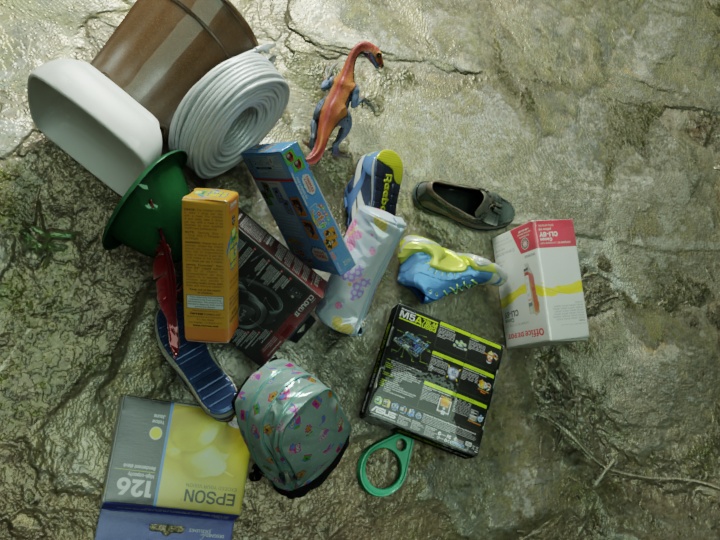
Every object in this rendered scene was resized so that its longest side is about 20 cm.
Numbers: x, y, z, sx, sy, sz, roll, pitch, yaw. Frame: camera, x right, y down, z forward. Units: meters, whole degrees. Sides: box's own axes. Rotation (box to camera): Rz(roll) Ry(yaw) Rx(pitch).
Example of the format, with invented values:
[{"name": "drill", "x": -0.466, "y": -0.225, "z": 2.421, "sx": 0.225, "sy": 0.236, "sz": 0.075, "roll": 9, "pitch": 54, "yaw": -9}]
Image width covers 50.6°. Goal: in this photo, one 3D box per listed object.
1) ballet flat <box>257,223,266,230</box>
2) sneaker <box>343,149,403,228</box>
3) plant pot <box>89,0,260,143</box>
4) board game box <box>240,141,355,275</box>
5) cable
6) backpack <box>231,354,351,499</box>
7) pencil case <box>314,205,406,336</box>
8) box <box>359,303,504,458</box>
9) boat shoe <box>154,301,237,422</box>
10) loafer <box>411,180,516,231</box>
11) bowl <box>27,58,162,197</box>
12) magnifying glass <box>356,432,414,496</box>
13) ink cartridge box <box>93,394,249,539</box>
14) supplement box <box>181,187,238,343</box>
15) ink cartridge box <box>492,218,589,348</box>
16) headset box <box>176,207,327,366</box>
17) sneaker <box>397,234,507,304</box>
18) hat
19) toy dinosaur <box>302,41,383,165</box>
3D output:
[{"name": "ballet flat", "x": -0.146, "y": -0.027, "z": 1.177, "sx": 0.199, "sy": 0.071, "sz": 0.069, "roll": 39, "pitch": 62, "yaw": -9}, {"name": "sneaker", "x": 0.012, "y": -0.100, "z": 1.256, "sx": 0.073, "sy": 0.082, "sz": 0.202, "roll": 12, "pitch": 94, "yaw": -39}, {"name": "plant pot", "x": -0.284, "y": -0.309, "z": 1.124, "sx": 0.200, "sy": 0.200, "sz": 0.199, "roll": 39, "pitch": 77, "yaw": -10}, {"name": "board game box", "x": -0.095, "y": -0.093, "z": 1.135, "sx": 0.036, "sy": 0.151, "sz": 0.202, "roll": -33, "pitch": 112, "yaw": -22}, {"name": "cable", "x": -0.192, "y": -0.226, "z": 1.128, "sx": 0.069, "sy": 0.201, "sz": 0.200, "roll": 42, "pitch": 44, "yaw": 10}, {"name": "backpack", "x": -0.093, "y": 0.215, "z": 1.077, "sx": 0.167, "sy": 0.126, "sz": 0.201, "roll": -52, "pitch": 142, "yaw": -29}, {"name": "pencil case", "x": 0.000, "y": 0.000, "z": 1.180, "sx": 0.082, "sy": 0.091, "sz": 0.202, "roll": 15, "pitch": 101, "yaw": -37}, {"name": "box", "x": 0.118, "y": 0.179, "z": 1.235, "sx": 0.198, "sy": 0.048, "sz": 0.195, "roll": 21, "pitch": 67, "yaw": -9}, {"name": "boat shoe", "x": -0.241, "y": 0.138, "z": 1.104, "sx": 0.072, "sy": 0.073, "sz": 0.201, "roll": -24, "pitch": 63, "yaw": -20}, {"name": "loafer", "x": 0.189, "y": -0.115, "z": 1.325, "sx": 0.198, "sy": 0.063, "sz": 0.073, "roll": 11, "pitch": 76, "yaw": -19}, {"name": "bowl", "x": -0.359, "y": -0.201, "z": 1.060, "sx": 0.199, "sy": 0.200, "sz": 0.075, "roll": 39, "pitch": 68, "yaw": -10}, {"name": "magnifying glass", "x": 0.069, "y": 0.275, "z": 1.228, "sx": 0.080, "sy": 0.022, "sz": 0.200, "roll": 44, "pitch": 66, "yaw": -7}, {"name": "ink cartridge box", "x": -0.262, "y": 0.293, "z": 1.088, "sx": 0.195, "sy": 0.047, "sz": 0.203, "roll": 12, "pitch": 73, "yaw": -20}, {"name": "supplement box", "x": -0.204, "y": -0.007, "z": 1.039, "sx": 0.068, "sy": 0.067, "sz": 0.203, "roll": 2, "pitch": 108, "yaw": 4}, {"name": "ink cartridge box", "x": 0.304, "y": 0.027, "z": 1.297, "sx": 0.082, "sy": 0.145, "sz": 0.203, "roll": -3, "pitch": 81, "yaw": -20}, {"name": "headset box", "x": -0.156, "y": 0.031, "z": 1.122, "sx": 0.199, "sy": 0.077, "sz": 0.149, "roll": 39, "pitch": 107, "yaw": -10}, {"name": "sneaker", "x": 0.148, "y": 0.016, "z": 1.288, "sx": 0.198, "sy": 0.076, "sz": 0.106, "roll": 18, "pitch": 86, "yaw": -9}, {"name": "hat", "x": -0.240, "y": -0.035, "z": 1.055, "sx": 0.176, "sy": 0.200, "sz": 0.166, "roll": 39, "pitch": 32, "yaw": 1}, {"name": "toy dinosaur", "x": -0.021, "y": -0.273, "z": 1.226, "sx": 0.104, "sy": 0.201, "sz": 0.183, "roll": 19, "pitch": 118, "yaw": -6}]
